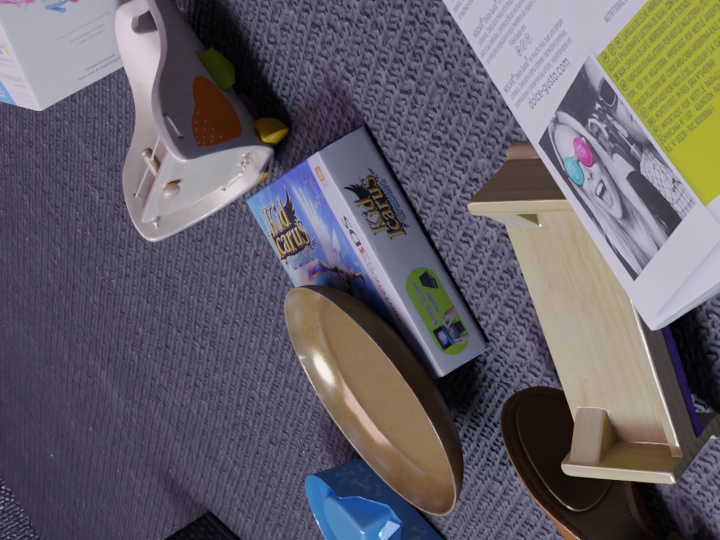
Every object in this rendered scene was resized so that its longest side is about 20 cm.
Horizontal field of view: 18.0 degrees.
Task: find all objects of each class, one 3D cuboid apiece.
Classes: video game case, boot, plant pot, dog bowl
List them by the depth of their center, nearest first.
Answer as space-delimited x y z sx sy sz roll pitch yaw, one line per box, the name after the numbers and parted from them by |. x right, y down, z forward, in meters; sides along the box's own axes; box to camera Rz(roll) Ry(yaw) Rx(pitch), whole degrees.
0.157 0.184 1.519 0.200 0.073 0.155 53 164 26 | boot
0.015 0.090 1.671 0.200 0.027 0.201 46 158 24 | plant pot
0.000 0.000 1.680 0.182 0.045 0.200 61 160 -1 | video game case
0.028 0.238 1.942 0.200 0.049 0.112 44 155 37 | dog bowl

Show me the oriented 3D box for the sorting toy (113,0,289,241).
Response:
-0.145 -0.146 1.768 0.181 0.106 0.200 64 162 9 | sorting toy

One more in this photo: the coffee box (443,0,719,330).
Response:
0.166 -0.131 0.859 0.199 0.199 0.200 57 161 7 | coffee box

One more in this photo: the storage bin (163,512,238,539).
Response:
-0.145 0.373 2.491 0.200 0.093 0.136 35 149 52 | storage bin

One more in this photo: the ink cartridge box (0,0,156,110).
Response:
-0.272 -0.252 1.871 0.128 0.125 0.201 17 135 62 | ink cartridge box

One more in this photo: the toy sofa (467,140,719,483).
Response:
0.145 0.017 1.321 0.082 0.098 0.201 0 122 39 | toy sofa
